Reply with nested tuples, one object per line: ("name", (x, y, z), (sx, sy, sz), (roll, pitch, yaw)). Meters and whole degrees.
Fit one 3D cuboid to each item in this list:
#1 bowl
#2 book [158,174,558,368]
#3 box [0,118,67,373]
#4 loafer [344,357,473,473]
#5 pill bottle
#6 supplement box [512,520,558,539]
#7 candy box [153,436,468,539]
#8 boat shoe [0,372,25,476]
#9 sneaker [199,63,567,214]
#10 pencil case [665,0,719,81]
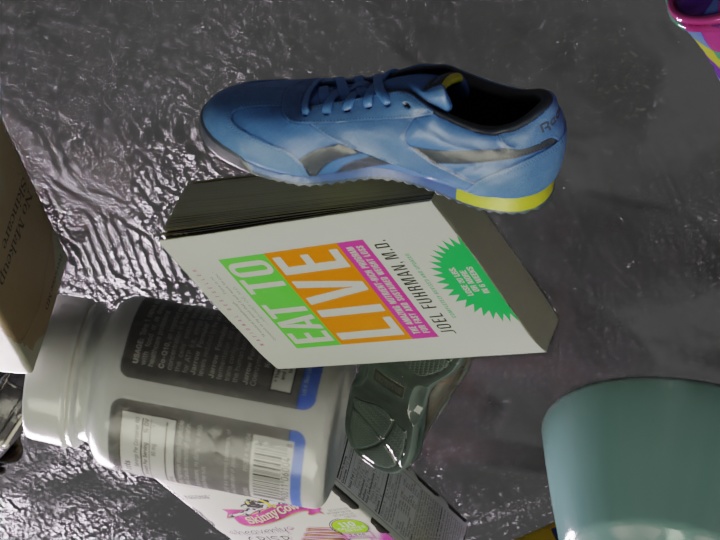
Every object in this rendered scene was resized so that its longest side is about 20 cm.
("bowl", (0.205, 0.162, 1.669), (0.199, 0.106, 0.201), (12, 151, 7))
("book", (0.000, 0.000, 1.496), (0.199, 0.048, 0.134), (-6, 135, 38))
("box", (-0.247, -0.027, 1.552), (0.077, 0.096, 0.200), (5, 151, 14))
("loafer", (0.040, 0.044, 1.595), (0.072, 0.063, 0.201), (37, 140, 14))
("pill bottle", (-0.109, 0.079, 1.654), (0.199, 0.114, 0.114), (11, 151, 6))
("supplement box", (0.088, 0.271, 1.807), (0.199, 0.110, 0.109), (-22, 153, -12))
("candy box", (-0.033, 0.161, 1.815), (0.136, 0.061, 0.200), (-8, 144, 34))
("boat shoe", (-0.268, 0.118, 1.839), (0.060, 0.074, 0.200), (23, 142, -6))
("sneaker", (0.012, -0.086, 1.374), (0.199, 0.066, 0.079), (9, 139, 9))
("pencil case", (0.213, -0.095, 1.244), (0.088, 0.089, 0.200), (-5, 144, 31))
